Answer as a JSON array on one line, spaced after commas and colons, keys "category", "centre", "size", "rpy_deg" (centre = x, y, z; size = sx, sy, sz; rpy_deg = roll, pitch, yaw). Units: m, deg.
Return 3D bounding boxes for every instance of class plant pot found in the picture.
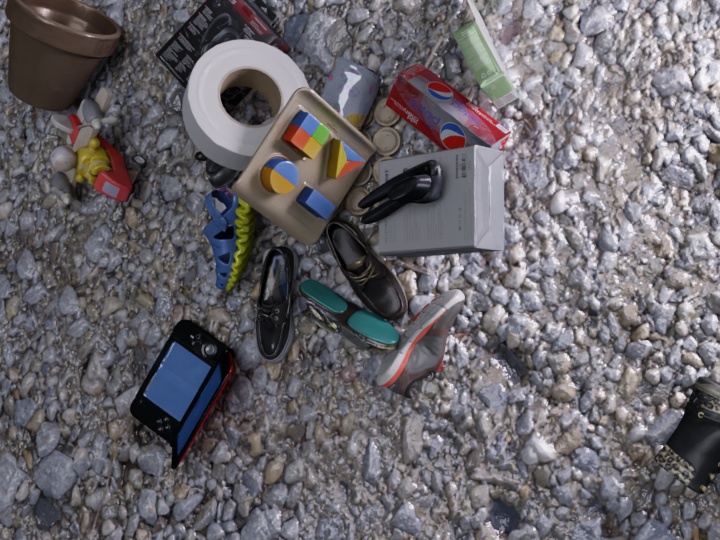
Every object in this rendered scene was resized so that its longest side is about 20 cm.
[{"category": "plant pot", "centre": [-0.549, -0.386, 1.811], "size": [0.200, 0.200, 0.175], "rpy_deg": [32, 113, 17]}]

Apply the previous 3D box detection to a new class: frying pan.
[{"category": "frying pan", "centre": [-0.236, -0.208, 1.706], "size": [0.115, 0.031, 0.190], "rpy_deg": [-55, 36, 11]}]

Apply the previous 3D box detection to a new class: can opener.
[{"category": "can opener", "centre": [0.057, -0.121, 1.556], "size": [0.200, 0.078, 0.064], "rpy_deg": [-20, 65, 56]}]

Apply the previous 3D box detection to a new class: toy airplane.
[{"category": "toy airplane", "centre": [-0.492, -0.213, 1.786], "size": [0.199, 0.141, 0.200], "rpy_deg": [-1, 101, 37]}]

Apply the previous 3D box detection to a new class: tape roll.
[{"category": "tape roll", "centre": [-0.181, -0.264, 1.617], "size": [0.202, 0.071, 0.203], "rpy_deg": [5, 73, -16]}]

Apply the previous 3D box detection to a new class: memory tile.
[{"category": "memory tile", "centre": [-0.003, -0.191, 1.702], "size": [0.153, 0.017, 0.200], "rpy_deg": [-1, 86, 17]}]

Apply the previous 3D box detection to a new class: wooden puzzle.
[{"category": "wooden puzzle", "centre": [-0.080, -0.158, 1.590], "size": [0.200, 0.185, 0.046], "rpy_deg": [-55, 39, -3]}]

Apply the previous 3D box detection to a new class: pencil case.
[{"category": "pencil case", "centre": [-0.042, -0.251, 1.666], "size": [0.091, 0.083, 0.200], "rpy_deg": [25, 93, 26]}]

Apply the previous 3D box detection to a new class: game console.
[{"category": "game console", "centre": [-0.307, 0.204, 1.711], "size": [0.172, 0.119, 0.200], "rpy_deg": [32, 95, 16]}]

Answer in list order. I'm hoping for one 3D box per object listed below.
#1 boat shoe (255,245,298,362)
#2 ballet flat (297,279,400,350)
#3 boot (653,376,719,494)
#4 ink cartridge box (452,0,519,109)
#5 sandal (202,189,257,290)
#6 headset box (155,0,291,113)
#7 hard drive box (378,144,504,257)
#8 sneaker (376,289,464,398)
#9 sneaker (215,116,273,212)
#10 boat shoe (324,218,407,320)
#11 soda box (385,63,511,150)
[{"category": "boat shoe", "centre": [-0.145, 0.056, 1.699], "size": [0.070, 0.066, 0.200], "rpy_deg": [11, 89, 18]}, {"category": "ballet flat", "centre": [-0.022, 0.087, 1.665], "size": [0.200, 0.072, 0.072], "rpy_deg": [32, 95, 21]}, {"category": "boot", "centre": [0.547, 0.267, 1.471], "size": [0.203, 0.073, 0.154], "rpy_deg": [34, 99, 21]}, {"category": "ink cartridge box", "centre": [0.181, -0.364, 1.591], "size": [0.048, 0.146, 0.200], "rpy_deg": [-28, 78, 14]}, {"category": "sandal", "centre": [-0.225, -0.060, 1.701], "size": [0.087, 0.080, 0.200], "rpy_deg": [14, 114, 5]}, {"category": "headset box", "centre": [-0.231, -0.388, 1.755], "size": [0.200, 0.077, 0.149], "rpy_deg": [-45, 76, 8]}, {"category": "hard drive box", "centre": [0.124, -0.104, 1.581], "size": [0.200, 0.077, 0.156], "rpy_deg": [-2, 85, 44]}, {"category": "sneaker", "centre": [0.112, 0.120, 1.627], "size": [0.082, 0.077, 0.200], "rpy_deg": [37, 99, -11]}, {"category": "sneaker", "centre": [-0.190, -0.173, 1.700], "size": [0.073, 0.114, 0.201], "rpy_deg": [29, 96, -5]}, {"category": "boat shoe", "centre": [0.000, 0.000, 1.656], "size": [0.074, 0.073, 0.200], "rpy_deg": [-41, 76, 10]}, {"category": "soda box", "centre": [0.139, -0.245, 1.625], "size": [0.200, 0.063, 0.070], "rpy_deg": [41, 138, 16]}]
